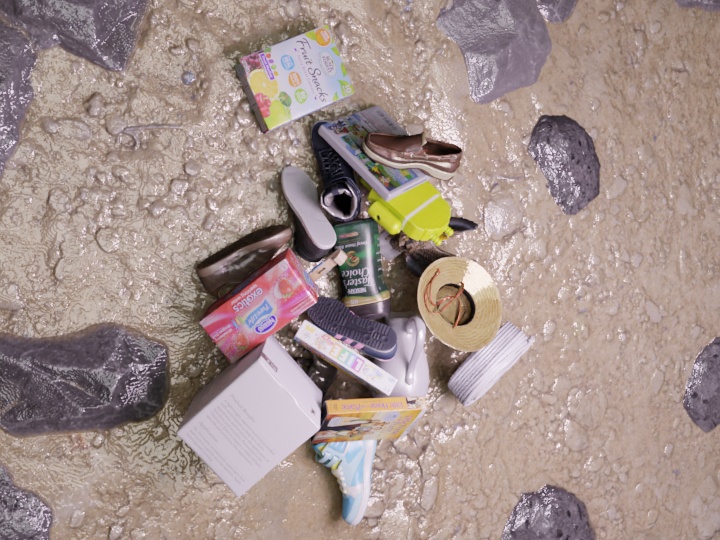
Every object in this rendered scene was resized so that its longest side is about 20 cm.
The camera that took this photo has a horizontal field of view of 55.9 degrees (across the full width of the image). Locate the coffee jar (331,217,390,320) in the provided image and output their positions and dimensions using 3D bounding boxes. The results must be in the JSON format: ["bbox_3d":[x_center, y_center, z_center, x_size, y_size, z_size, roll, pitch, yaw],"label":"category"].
[{"bbox_3d":[0.000,0.000,1.363,0.102,0.085,0.204,-10,95,11],"label":"coffee jar"}]

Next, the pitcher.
[{"bbox_3d":[0.088,0.186,1.364,0.119,0.171,0.205,5,89,-11],"label":"pitcher"}]

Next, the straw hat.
[{"bbox_3d":[0.181,0.072,1.370,0.197,0.085,0.206,8,72,-24],"label":"straw hat"}]

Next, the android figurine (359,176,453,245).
[{"bbox_3d":[0.094,-0.128,1.306,0.200,0.041,0.182,42,45,9],"label":"android figurine"}]

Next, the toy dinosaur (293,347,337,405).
[{"bbox_3d":[-0.085,0.206,1.361,0.101,0.076,0.204,23,77,-31],"label":"toy dinosaur"}]

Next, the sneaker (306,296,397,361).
[{"bbox_3d":[-0.019,0.121,1.318,0.198,0.083,0.071,27,63,21],"label":"sneaker"}]

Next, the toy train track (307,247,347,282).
[{"bbox_3d":[-0.106,0.032,1.311,0.199,0.033,0.115,-38,135,11],"label":"toy train track"}]

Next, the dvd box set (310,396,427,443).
[{"bbox_3d":[0.012,0.285,1.293,0.196,0.147,0.030,1,55,-19],"label":"dvd box set"}]

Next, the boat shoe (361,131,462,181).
[{"bbox_3d":[0.102,-0.236,1.294,0.198,0.075,0.076,10,48,-20],"label":"boat shoe"}]

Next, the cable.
[{"bbox_3d":[0.267,0.195,1.424,0.069,0.199,0.201,45,107,18],"label":"cable"}]

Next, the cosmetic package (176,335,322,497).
[{"bbox_3d":[-0.192,0.253,1.226,0.199,0.165,0.166,-39,101,6],"label":"cosmetic package"}]

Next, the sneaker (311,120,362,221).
[{"bbox_3d":[-0.050,-0.192,1.312,0.076,0.146,0.206,-19,98,11],"label":"sneaker"}]

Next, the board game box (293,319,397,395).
[{"bbox_3d":[-0.033,0.164,1.262,0.198,0.134,0.035,33,78,-1],"label":"board game box"}]

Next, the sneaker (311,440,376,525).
[{"bbox_3d":[-0.044,0.404,1.369,0.128,0.079,0.204,13,77,-23],"label":"sneaker"}]

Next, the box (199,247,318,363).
[{"bbox_3d":[-0.183,0.064,1.244,0.198,0.095,0.103,-35,103,7],"label":"box"}]

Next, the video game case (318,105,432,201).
[{"bbox_3d":[0.042,-0.235,1.331,0.200,0.022,0.181,47,46,15],"label":"video game case"}]

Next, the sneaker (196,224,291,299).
[{"bbox_3d":[-0.215,-0.019,1.309,0.197,0.070,0.077,-27,117,-13],"label":"sneaker"}]

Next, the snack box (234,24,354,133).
[{"bbox_3d":[-0.128,-0.375,1.332,0.198,0.053,0.145,-27,101,-19],"label":"snack box"}]

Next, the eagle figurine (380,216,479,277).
[{"bbox_3d":[0.146,-0.058,1.404,0.198,0.151,0.153,20,107,-36],"label":"eagle figurine"}]

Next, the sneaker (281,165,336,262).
[{"bbox_3d":[-0.115,-0.104,1.337,0.070,0.100,0.202,-14,65,-28],"label":"sneaker"}]
